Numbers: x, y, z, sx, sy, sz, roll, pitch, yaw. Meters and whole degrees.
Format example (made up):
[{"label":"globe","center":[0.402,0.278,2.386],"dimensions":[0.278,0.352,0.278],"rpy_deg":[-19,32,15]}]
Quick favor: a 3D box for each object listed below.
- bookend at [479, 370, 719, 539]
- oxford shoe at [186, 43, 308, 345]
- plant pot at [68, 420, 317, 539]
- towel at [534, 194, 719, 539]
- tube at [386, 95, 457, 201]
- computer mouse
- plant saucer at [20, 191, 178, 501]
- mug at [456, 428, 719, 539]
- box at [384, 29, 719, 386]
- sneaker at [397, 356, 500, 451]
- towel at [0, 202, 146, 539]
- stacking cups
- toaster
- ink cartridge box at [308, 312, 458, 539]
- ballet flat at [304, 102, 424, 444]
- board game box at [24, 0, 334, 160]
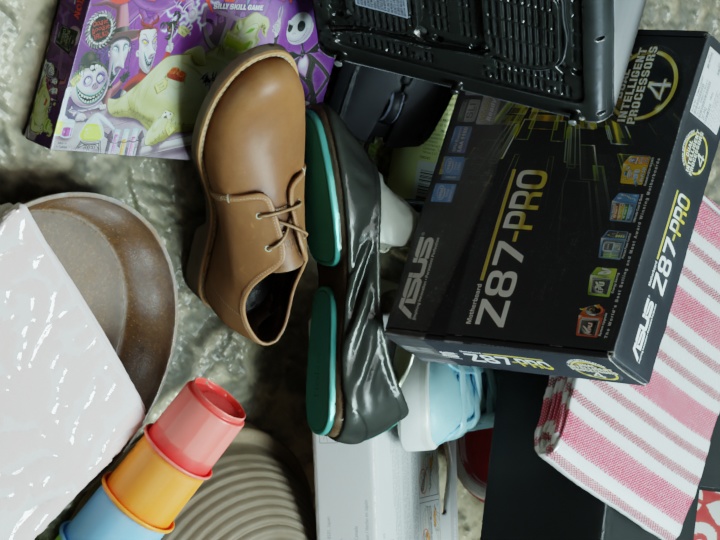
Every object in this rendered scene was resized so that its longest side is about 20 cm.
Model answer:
[{"label":"bookend","center":[0.174,0.128,1.853],"dimensions":[0.200,0.092,0.199],"rpy_deg":[11,85,-49]},{"label":"oxford shoe","center":[-0.052,-0.041,1.693],"dimensions":[0.071,0.071,0.200],"rpy_deg":[-22,140,-25]},{"label":"plant pot","center":[-0.086,0.195,1.805],"dimensions":[0.201,0.093,0.201],"rpy_deg":[-25,128,-38]},{"label":"towel","center":[0.167,0.044,1.750],"dimensions":[0.146,0.030,0.200],"rpy_deg":[35,66,-44]},{"label":"tube","center":[0.054,-0.118,1.823],"dimensions":[0.058,0.052,0.200],"rpy_deg":[-42,143,-72]},{"label":"computer mouse","center":[0.047,-0.105,1.774],"dimensions":[0.140,0.046,0.200],"rpy_deg":[20,96,-19]},{"label":"plant saucer","center":[-0.187,0.046,1.661],"dimensions":[0.200,0.034,0.201],"rpy_deg":[-25,128,-36]},{"label":"mug","center":[0.168,0.150,1.997],"dimensions":[0.133,0.178,0.200],"rpy_deg":[-45,137,11]},{"label":"box","center":[0.115,-0.040,1.698],"dimensions":[0.049,0.161,0.200],"rpy_deg":[34,69,-46]},{"label":"sneaker","center":[0.078,0.065,1.855],"dimensions":[0.200,0.082,0.074],"rpy_deg":[-32,117,-70]},{"label":"towel","center":[-0.217,0.087,1.602],"dimensions":[0.200,0.032,0.191],"rpy_deg":[-46,136,-20]},{"label":"stacking cups","center":[-0.137,0.147,1.707],"dimensions":[0.200,0.061,0.060],"rpy_deg":[-50,141,11]},{"label":"toaster","center":[0.062,-0.188,1.626],"dimensions":[0.200,0.180,0.119],"rpy_deg":[80,27,-61]},{"label":"ink cartridge box","center":[0.016,0.126,1.860],"dimensions":[0.176,0.045,0.201],"rpy_deg":[1,86,-73]},{"label":"ballet flat","center":[0.000,0.000,1.743],"dimensions":[0.068,0.068,0.200],"rpy_deg":[-5,102,-21]},{"label":"board game box","center":[-0.092,-0.121,1.679],"dimensions":[0.200,0.032,0.120],"rpy_deg":[1,105,-47]}]
